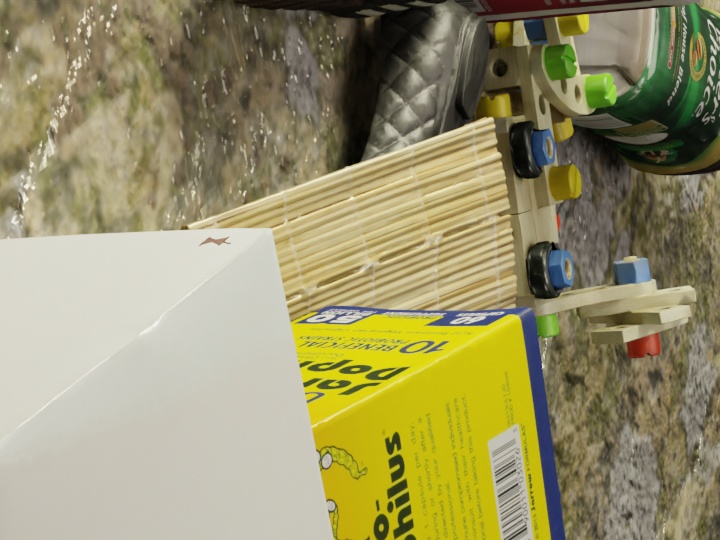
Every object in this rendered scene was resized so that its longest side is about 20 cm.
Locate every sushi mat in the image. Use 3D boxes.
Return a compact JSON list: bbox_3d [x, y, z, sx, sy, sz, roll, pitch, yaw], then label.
[{"bbox_3d":[0.000,0.000,1.050,0.200,0.012,0.096,-21,109,-44],"label":"sushi mat"}]

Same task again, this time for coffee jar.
[{"bbox_3d":[0.167,-0.120,1.397,0.200,0.085,0.105,21,69,-63],"label":"coffee jar"}]

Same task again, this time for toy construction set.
[{"bbox_3d":[0.099,-0.041,1.239,0.131,0.092,0.200,-18,86,-66],"label":"toy construction set"}]

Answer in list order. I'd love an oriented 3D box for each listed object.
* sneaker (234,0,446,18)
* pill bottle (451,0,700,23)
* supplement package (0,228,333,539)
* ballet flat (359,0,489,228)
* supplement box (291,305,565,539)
[{"bbox_3d":[-0.017,-0.176,1.049,0.200,0.075,0.116,-5,88,-75],"label":"sneaker"},{"bbox_3d":[0.114,-0.181,1.159,0.113,0.200,0.113,-2,90,-65],"label":"pill bottle"},{"bbox_3d":[-0.110,0.113,0.726,0.191,0.147,0.201,-41,124,-59],"label":"supplement package"},{"bbox_3d":[0.010,-0.043,1.121,0.067,0.057,0.200,69,36,-55],"label":"ballet flat"},{"bbox_3d":[-0.019,0.090,0.929,0.200,0.109,0.110,-25,110,-52],"label":"supplement box"}]
